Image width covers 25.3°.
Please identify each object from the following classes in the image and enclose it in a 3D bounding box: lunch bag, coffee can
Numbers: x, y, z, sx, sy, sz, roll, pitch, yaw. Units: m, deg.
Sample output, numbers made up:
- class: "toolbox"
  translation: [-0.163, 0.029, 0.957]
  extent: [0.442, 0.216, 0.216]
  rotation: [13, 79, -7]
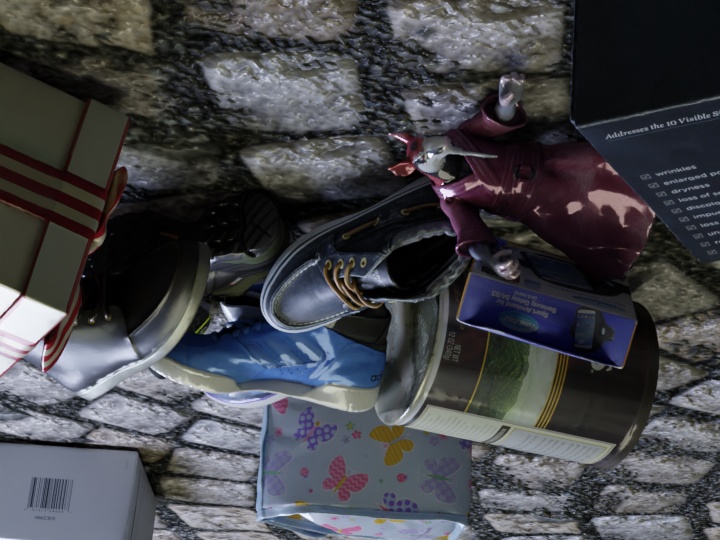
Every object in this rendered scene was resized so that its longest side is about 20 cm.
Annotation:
- class: "lunch bag"
  translation: [0.002, 0.169, 1.546]
  extent: [0.199, 0.170, 0.127]
  rotation: [5, 158, -8]
- class: "coffee can"
  translation: [0.127, 0.077, 1.346]
  extent: [0.199, 0.147, 0.146]
  rotation: [13, 155, -17]

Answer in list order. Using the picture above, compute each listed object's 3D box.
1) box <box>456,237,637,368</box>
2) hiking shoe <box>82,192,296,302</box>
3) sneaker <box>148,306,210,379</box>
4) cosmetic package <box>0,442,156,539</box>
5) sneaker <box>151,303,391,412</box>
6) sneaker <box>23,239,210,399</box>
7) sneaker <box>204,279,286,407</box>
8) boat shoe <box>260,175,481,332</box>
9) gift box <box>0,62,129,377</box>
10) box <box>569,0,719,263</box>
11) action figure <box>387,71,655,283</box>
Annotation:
- class: "box"
  translation: [0.134, 0.020, 1.150]
  extent: [0.119, 0.042, 0.200]
  rotation: [16, -170, 3]
- class: "hiking shoe"
  translation: [-0.139, -0.001, 1.309]
  extent: [0.199, 0.076, 0.101]
  rotation: [-9, 149, 25]
- class: "sneaker"
  translation: [-0.188, 0.039, 1.436]
  extent: [0.076, 0.075, 0.200]
  rotation: [36, 164, 12]
- class: "cosmetic package"
  translation: [-0.362, 0.298, 1.953]
  extent: [0.199, 0.123, 0.200]
  rotation: [4, 154, 1]
- class: "sneaker"
  translation: [-0.073, 0.044, 1.312]
  extent: [0.199, 0.112, 0.077]
  rotation: [11, -164, -8]
- class: "sneaker"
  translation: [-0.203, 0.028, 1.223]
  extent: [0.106, 0.075, 0.200]
  rotation: [27, 133, -29]
- class: "sneaker"
  translation: [-0.097, 0.055, 1.435]
  extent: [0.200, 0.081, 0.146]
  rotation: [-9, 145, 34]
- class: "boat shoe"
  translation: [0.000, 0.000, 1.198]
  extent: [0.200, 0.091, 0.071]
  rotation: [-33, 110, 22]
- class: "gift box"
  translation: [-0.275, -0.040, 1.136]
  extent: [0.186, 0.185, 0.200]
  rotation: [24, 154, -20]
- class: "box"
  translation: [0.254, -0.109, 0.940]
  extent: [0.200, 0.124, 0.197]
  rotation: [-10, 153, 30]
- class: "action figure"
  translation: [0.114, -0.069, 1.124]
  extent: [0.199, 0.134, 0.149]
  rotation: [16, -169, -8]
